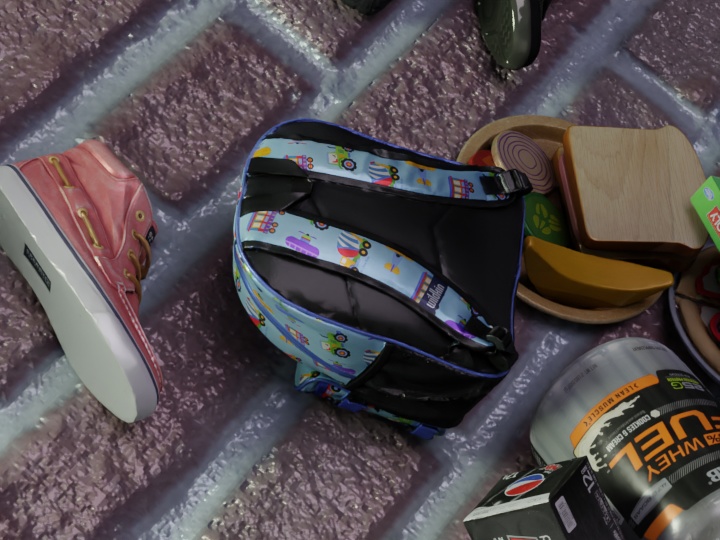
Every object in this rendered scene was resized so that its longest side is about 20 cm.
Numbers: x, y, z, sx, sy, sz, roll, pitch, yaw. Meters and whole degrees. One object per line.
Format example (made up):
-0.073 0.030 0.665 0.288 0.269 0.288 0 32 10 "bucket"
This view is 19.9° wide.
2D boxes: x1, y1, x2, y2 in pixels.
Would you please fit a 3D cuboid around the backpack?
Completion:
0.000 0.000 1.375 0.199 0.135 0.183 18 53 -14 "backpack"

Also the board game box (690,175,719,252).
0.348 0.000 1.532 0.199 0.029 0.135 8 44 -37 "board game box"

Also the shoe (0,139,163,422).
-0.162 0.000 1.338 0.091 0.072 0.200 -24 66 -29 "shoe"

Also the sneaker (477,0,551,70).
0.149 -0.241 1.647 0.114 0.076 0.200 8 50 -13 "sneaker"

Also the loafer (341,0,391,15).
0.043 -0.279 1.626 0.068 0.070 0.201 34 50 -1 "loafer"

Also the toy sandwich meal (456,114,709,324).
0.167 -0.049 1.529 0.204 0.070 0.206 13 54 -18 "toy sandwich meal"

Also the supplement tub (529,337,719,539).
0.208 0.147 1.345 0.122 0.123 0.200 -7 39 -29 "supplement tub"

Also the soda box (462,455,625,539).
0.142 0.221 1.280 0.063 0.071 0.201 -38 106 -54 "soda box"

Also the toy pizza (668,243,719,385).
0.328 0.041 1.541 0.199 0.032 0.201 12 41 -10 "toy pizza"
